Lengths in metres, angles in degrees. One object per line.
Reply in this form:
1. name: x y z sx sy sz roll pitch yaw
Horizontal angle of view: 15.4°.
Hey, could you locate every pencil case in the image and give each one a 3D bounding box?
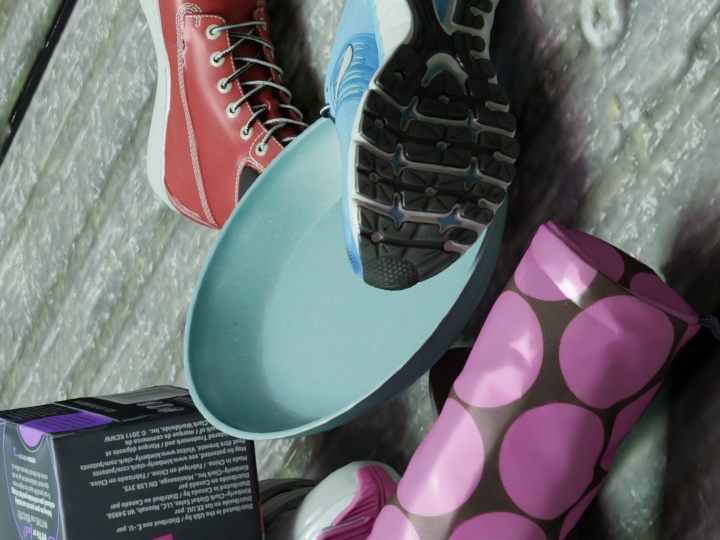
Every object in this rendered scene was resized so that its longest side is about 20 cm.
1. pencil case: 0.067 0.082 1.119 0.091 0.094 0.200 33 96 7

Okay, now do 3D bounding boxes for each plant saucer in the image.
1. plant saucer: 0.000 0.000 1.263 0.200 0.036 0.200 -30 40 29

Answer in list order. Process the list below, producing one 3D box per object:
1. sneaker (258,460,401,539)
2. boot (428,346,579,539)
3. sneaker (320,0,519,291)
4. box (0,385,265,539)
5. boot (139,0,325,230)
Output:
1. sneaker: -0.039 0.143 1.370 0.200 0.081 0.088 -51 53 47
2. boot: 0.045 0.161 1.256 0.200 0.064 0.187 -57 48 50
3. sneaker: 0.022 -0.072 1.228 0.090 0.078 0.200 132 152 -52
4. box: -0.111 0.165 1.320 0.122 0.106 0.201 -173 77 -66
5. boot: -0.055 -0.106 1.386 0.144 0.072 0.201 33 128 52
